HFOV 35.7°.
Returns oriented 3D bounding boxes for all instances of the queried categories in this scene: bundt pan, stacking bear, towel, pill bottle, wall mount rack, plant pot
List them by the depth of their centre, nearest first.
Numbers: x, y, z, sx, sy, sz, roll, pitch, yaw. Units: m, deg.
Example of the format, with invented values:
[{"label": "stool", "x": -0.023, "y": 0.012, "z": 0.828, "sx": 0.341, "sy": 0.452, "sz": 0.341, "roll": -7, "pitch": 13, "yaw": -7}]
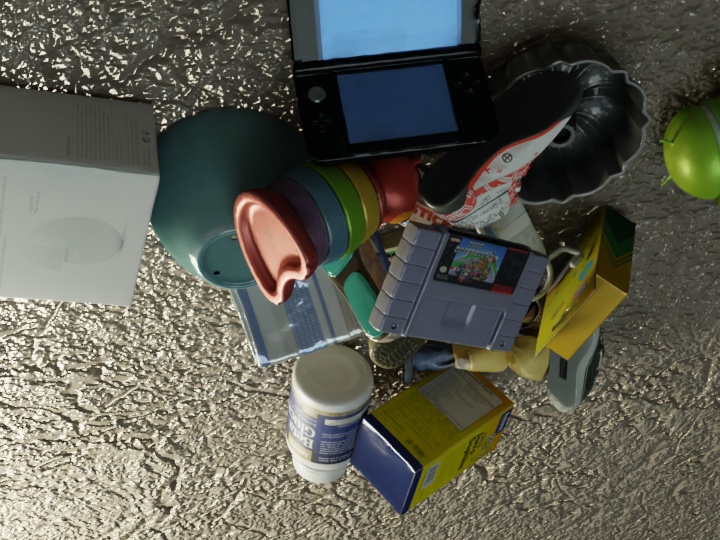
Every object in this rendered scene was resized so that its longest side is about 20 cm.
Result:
[{"label": "stacking bear", "x": -0.020, "y": -0.066, "z": 1.158, "sx": 0.200, "sy": 0.114, "sz": 0.121, "roll": -27, "pitch": 172, "yaw": -30}, {"label": "plant pot", "x": -0.141, "y": -0.059, "z": 1.238, "sx": 0.199, "sy": 0.135, "sz": 0.201, "roll": -7, "pitch": 137, "yaw": -7}, {"label": "bundt pan", "x": 0.215, "y": -0.172, "z": 1.247, "sx": 0.201, "sy": 0.076, "sz": 0.202, "roll": -5, "pitch": 136, "yaw": -5}, {"label": "wall mount rack", "x": 0.172, "y": -0.019, "z": 1.345, "sx": 0.174, "sy": 0.075, "sz": 0.200, "roll": -37, "pitch": 116, "yaw": -10}, {"label": "towel", "x": -0.058, "y": 0.024, "z": 1.363, "sx": 0.199, "sy": 0.024, "sz": 0.147, "roll": -18, "pitch": 94, "yaw": 3}, {"label": "pill bottle", "x": -0.047, "y": 0.207, "z": 1.556, "sx": 0.111, "sy": 0.111, "sz": 0.200, "roll": -3, "pitch": 136, "yaw": -12}]

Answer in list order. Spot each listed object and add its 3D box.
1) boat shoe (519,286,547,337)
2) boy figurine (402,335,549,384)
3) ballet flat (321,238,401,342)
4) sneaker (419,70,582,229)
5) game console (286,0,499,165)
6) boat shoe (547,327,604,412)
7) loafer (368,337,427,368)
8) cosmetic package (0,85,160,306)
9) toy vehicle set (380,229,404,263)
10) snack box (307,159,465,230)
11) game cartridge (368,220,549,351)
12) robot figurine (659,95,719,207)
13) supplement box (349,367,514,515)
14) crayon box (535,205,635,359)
[{"label": "boat shoe", "x": 0.209, "y": 0.047, "z": 1.486, "sx": 0.072, "sy": 0.068, "sz": 0.200, "roll": -29, "pitch": 135, "yaw": 16}, {"label": "boy figurine", "x": 0.157, "y": 0.120, "z": 1.526, "sx": 0.199, "sy": 0.065, "sz": 0.124, "roll": 0, "pitch": -179, "yaw": 1}, {"label": "ballet flat", "x": 0.000, "y": 0.000, "z": 1.310, "sx": 0.067, "sy": 0.201, "sz": 0.068, "roll": 2, "pitch": 145, "yaw": -49}, {"label": "sneaker", "x": 0.159, "y": -0.124, "z": 1.195, "sx": 0.201, "sy": 0.067, "sz": 0.108, "roll": -41, "pitch": 153, "yaw": 8}, {"label": "game console", "x": 0.033, "y": -0.215, "z": 1.115, "sx": 0.199, "sy": 0.177, "sz": 0.117, "roll": -7, "pitch": 154, "yaw": -6}, {"label": "boat shoe", "x": 0.311, "y": 0.111, "z": 1.589, "sx": 0.064, "sy": 0.071, "sz": 0.201, "roll": -28, "pitch": 138, "yaw": -34}, {"label": "loafer", "x": 0.082, "y": 0.036, "z": 1.408, "sx": 0.200, "sy": 0.067, "sz": 0.076, "roll": -39, "pitch": 127, "yaw": 4}, {"label": "cosmetic package", "x": -0.330, "y": -0.076, "z": 1.180, "sx": 0.199, "sy": 0.123, "sz": 0.200, "roll": 4, "pitch": 134, "yaw": -20}, {"label": "toy vehicle set", "x": 0.001, "y": 0.014, "z": 1.429, "sx": 0.199, "sy": 0.027, "sz": 0.125, "roll": -14, "pitch": 137, "yaw": 0}, {"label": "snack box", "x": 0.037, "y": -0.096, "z": 1.255, "sx": 0.199, "sy": 0.072, "sz": 0.024, "roll": 26, "pitch": 158, "yaw": -16}, {"label": "game cartridge", "x": 0.115, "y": 0.020, "z": 1.251, "sx": 0.199, "sy": 0.038, "sz": 0.130, "roll": 11, "pitch": 112, "yaw": -35}, {"label": "robot figurine", "x": 0.446, "y": -0.151, "z": 1.304, "sx": 0.199, "sy": 0.116, "sz": 0.176, "roll": -15, "pitch": 136, "yaw": 2}, {"label": "supplement box", "x": 0.100, "y": 0.227, "z": 1.555, "sx": 0.200, "sy": 0.109, "sz": 0.110, "roll": -27, "pitch": 147, "yaw": -34}, {"label": "crayon box", "x": 0.279, "y": 0.022, "z": 1.382, "sx": 0.051, "sy": 0.200, "sz": 0.127, "roll": 32, "pitch": 126, "yaw": -4}]
